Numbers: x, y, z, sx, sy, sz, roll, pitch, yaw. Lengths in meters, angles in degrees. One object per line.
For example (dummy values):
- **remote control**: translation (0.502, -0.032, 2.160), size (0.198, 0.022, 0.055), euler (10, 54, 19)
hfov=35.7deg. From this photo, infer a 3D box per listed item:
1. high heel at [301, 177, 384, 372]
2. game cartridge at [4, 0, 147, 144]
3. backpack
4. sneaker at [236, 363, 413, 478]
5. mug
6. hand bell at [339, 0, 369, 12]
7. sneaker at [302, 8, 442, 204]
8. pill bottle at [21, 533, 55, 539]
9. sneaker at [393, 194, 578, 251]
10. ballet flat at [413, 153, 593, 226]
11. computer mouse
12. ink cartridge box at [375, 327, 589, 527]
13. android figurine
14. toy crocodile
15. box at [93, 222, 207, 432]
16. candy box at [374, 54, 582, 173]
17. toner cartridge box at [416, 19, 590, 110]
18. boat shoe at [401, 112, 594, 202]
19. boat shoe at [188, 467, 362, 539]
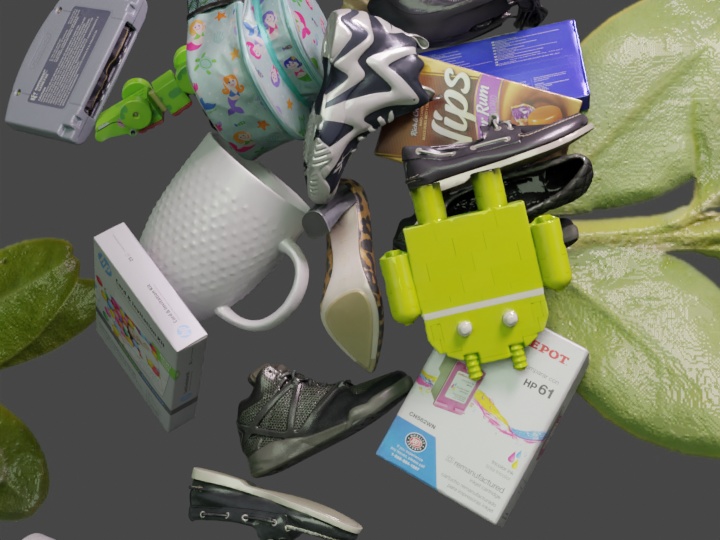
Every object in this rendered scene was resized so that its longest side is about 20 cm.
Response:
- **high heel**: translation (0.000, 0.000, 1.238), size (0.071, 0.143, 0.201), euler (-11, 108, 22)
- **game cartridge**: translation (-0.351, -0.254, 1.362), size (0.133, 0.041, 0.201), euler (17, 77, 27)
- **backpack**: translation (-0.108, -0.227, 1.198), size (0.150, 0.178, 0.201), euler (-13, 53, 19)
- **sneaker**: translation (-0.047, 0.132, 1.195), size (0.199, 0.076, 0.115), euler (-26, 78, 10)
- **mug**: translation (-0.142, -0.022, 1.219), size (0.200, 0.148, 0.176), euler (42, 97, 17)
- **hand bell**: translation (-0.022, -0.287, 1.304), size (0.104, 0.104, 0.200), euler (34, 98, 18)
- **sneaker**: translation (0.016, -0.158, 1.142), size (0.129, 0.079, 0.200), euler (7, 102, -12)
- **pill bottle**: translation (-0.277, 0.358, 1.168), size (0.199, 0.113, 0.114), euler (19, 81, 16)
- **sneaker**: translation (0.127, -0.046, 1.195), size (0.199, 0.076, 0.115), euler (-15, 80, 14)
- **ballet flat**: translation (0.139, -0.072, 1.126), size (0.199, 0.057, 0.067), euler (-25, 67, 2)
- **computer mouse**: translation (0.105, -0.281, 1.234), size (0.199, 0.139, 0.053), euler (-3, 76, 11)
- **ink cartridge box**: translation (0.128, 0.140, 1.152), size (0.144, 0.085, 0.200), euler (27, 82, 17)
- **android figurine**: translation (0.114, 0.006, 1.095), size (0.181, 0.041, 0.201), euler (-11, 93, 6)
- **toy crocodile**: translation (-0.230, -0.209, 1.333), size (0.200, 0.062, 0.068), euler (-30, 33, 5)
- **box**: translation (-0.227, 0.066, 1.190), size (0.041, 0.200, 0.156), euler (-30, 70, -28)
- **candy box**: translation (0.126, -0.153, 1.204), size (0.199, 0.056, 0.117), euler (17, 99, 8)
- **toner cartridge box**: translation (0.151, -0.211, 1.257), size (0.199, 0.043, 0.095), euler (-10, 74, 9)
- **boat shoe**: translation (0.137, -0.130, 1.139), size (0.199, 0.073, 0.063), euler (-20, 87, 5)
- **boat shoe**: translation (-0.096, 0.264, 1.174), size (0.199, 0.075, 0.066), euler (15, 82, 16)
